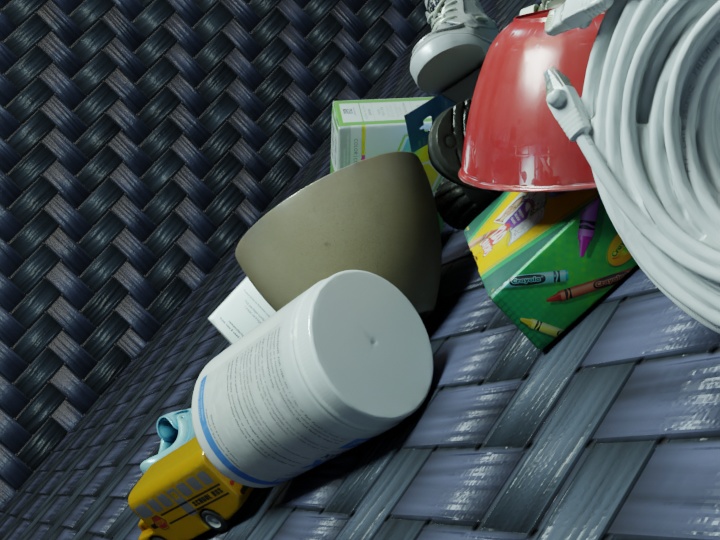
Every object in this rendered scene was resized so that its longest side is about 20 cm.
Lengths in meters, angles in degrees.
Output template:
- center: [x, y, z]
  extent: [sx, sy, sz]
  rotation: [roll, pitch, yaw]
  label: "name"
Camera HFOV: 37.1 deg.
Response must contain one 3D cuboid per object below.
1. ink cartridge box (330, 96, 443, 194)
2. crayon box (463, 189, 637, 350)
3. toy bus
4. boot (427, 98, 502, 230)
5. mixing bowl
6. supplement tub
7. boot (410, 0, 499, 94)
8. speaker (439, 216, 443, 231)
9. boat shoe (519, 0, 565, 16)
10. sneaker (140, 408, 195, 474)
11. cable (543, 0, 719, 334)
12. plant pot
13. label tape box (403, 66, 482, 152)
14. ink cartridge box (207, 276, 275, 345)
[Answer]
- center: [0.066, -0.138, 1.220]
  extent: [0.060, 0.197, 0.105]
  rotation: [-104, 13, -50]
  label: "ink cartridge box"
- center: [0.148, -0.028, 0.822]
  extent: [0.119, 0.058, 0.200]
  rotation: [-44, 11, 11]
  label: "crayon box"
- center: [-0.166, 0.218, 1.063]
  extent: [0.199, 0.078, 0.065]
  rotation: [-35, 15, 44]
  label: "toy bus"
- center: [0.109, -0.093, 1.002]
  extent: [0.209, 0.081, 0.157]
  rotation: [-6, -13, -38]
  label: "boot"
- center: [0.160, -0.132, 0.766]
  extent: [0.197, 0.110, 0.200]
  rotation: [-9, 15, 2]
  label: "mixing bowl"
- center: [-0.046, 0.097, 0.913]
  extent: [0.199, 0.132, 0.132]
  rotation: [-34, 16, 46]
  label: "supplement tub"
- center: [0.085, -0.233, 1.062]
  extent: [0.073, 0.096, 0.199]
  rotation: [-37, -11, 26]
  label: "boot"
- center: [0.010, 0.003, 1.160]
  extent: [0.201, 0.088, 0.088]
  rotation: [-52, 13, -28]
  label: "speaker"
- center: [0.204, -0.174, 0.910]
  extent: [0.060, 0.201, 0.073]
  rotation: [-19, 65, 30]
  label: "boat shoe"
- center: [-0.195, 0.186, 1.277]
  extent: [0.074, 0.082, 0.201]
  rotation: [-37, 14, 33]
  label: "sneaker"
- center: [0.191, -0.064, 0.457]
  extent: [0.069, 0.203, 0.199]
  rotation: [-14, -10, -46]
  label: "cable"
- center: [0.000, 0.000, 1.009]
  extent: [0.198, 0.136, 0.200]
  rotation: [-28, -12, -6]
  label: "plant pot"
- center: [0.147, -0.168, 1.097]
  extent: [0.199, 0.064, 0.144]
  rotation: [-33, -11, 0]
  label: "label tape box"
- center: [-0.073, 0.022, 1.289]
  extent: [0.200, 0.083, 0.147]
  rotation: [-46, -12, -2]
  label: "ink cartridge box"
